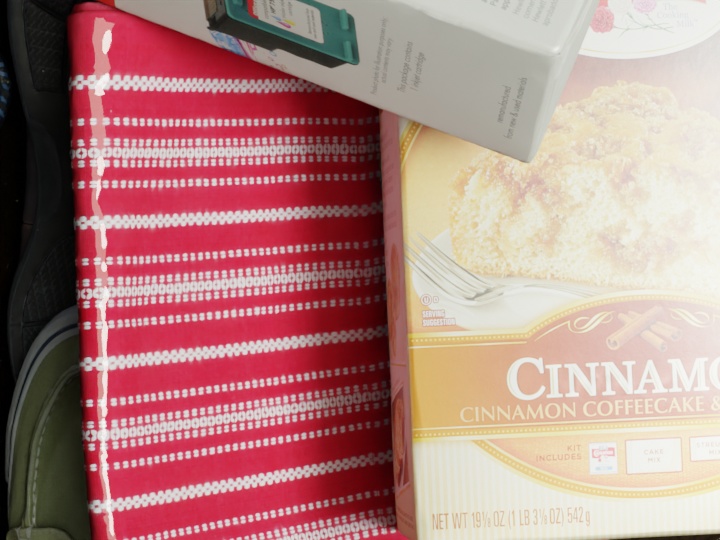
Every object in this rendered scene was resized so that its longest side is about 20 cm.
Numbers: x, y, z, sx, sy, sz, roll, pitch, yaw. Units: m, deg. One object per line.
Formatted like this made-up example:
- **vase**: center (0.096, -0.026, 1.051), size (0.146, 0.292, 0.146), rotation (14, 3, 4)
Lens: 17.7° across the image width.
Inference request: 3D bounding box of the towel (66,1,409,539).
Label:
- **towel**: center (-0.037, 0.013, 0.762), size (0.144, 0.022, 0.201), rotation (-1, 88, -49)

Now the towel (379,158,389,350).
- **towel**: center (0.000, 0.000, 0.837), size (0.200, 0.022, 0.147), rotation (-24, 104, -50)

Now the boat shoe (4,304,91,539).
- **boat shoe**: center (-0.085, 0.112, 0.784), size (0.072, 0.062, 0.201), rotation (0, 102, 0)

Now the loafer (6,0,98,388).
- **loafer**: center (-0.088, -0.024, 0.817), size (0.072, 0.063, 0.201), rotation (-1, 102, -1)

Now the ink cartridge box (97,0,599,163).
- **ink cartridge box**: center (-0.017, -0.127, 0.702), size (0.199, 0.067, 0.116), rotation (22, 65, 7)

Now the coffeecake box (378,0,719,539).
- **coffeecake box**: center (0.085, -0.014, 0.771), size (0.153, 0.073, 0.201), rotation (-3, 88, -4)

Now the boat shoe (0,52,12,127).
- **boat shoe**: center (-0.206, -0.070, 0.754), size (0.199, 0.069, 0.085), rotation (7, 85, -27)
